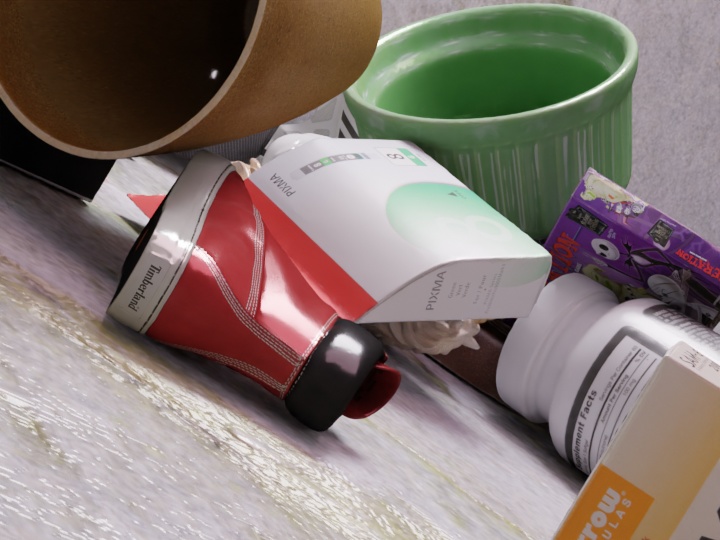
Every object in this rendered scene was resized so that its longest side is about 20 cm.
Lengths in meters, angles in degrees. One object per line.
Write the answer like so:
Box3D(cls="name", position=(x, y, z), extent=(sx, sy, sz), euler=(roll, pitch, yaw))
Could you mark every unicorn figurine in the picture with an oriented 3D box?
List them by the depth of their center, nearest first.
Box3D(cls="unicorn figurine", position=(0.000, 0.000, 1.316), extent=(0.198, 0.074, 0.138), euler=(15, 20, -8))

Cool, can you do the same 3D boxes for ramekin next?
Box3D(cls="ramekin", position=(0.091, -0.097, 1.399), extent=(0.198, 0.099, 0.200), euler=(-7, 27, 4))

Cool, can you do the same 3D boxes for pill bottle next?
Box3D(cls="pill bottle", position=(0.186, 0.087, 1.248), extent=(0.199, 0.117, 0.116), euler=(33, 8, 33))

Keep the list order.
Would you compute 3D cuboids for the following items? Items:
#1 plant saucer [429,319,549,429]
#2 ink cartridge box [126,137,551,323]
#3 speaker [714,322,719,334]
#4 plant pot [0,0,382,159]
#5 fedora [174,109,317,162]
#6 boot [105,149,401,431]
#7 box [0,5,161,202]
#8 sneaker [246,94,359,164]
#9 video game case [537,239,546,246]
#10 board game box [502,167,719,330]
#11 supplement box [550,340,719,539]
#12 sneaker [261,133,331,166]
Box3D(cls="plant saucer", position=(0.101, 0.057, 1.430), extent=(0.199, 0.035, 0.200), euler=(30, 8, -4))
Box3D(cls="ink cartridge box", position=(-0.012, -0.026, 1.212), extent=(0.199, 0.050, 0.161), euler=(1, 28, -36))
Box3D(cls="speaker", position=(0.257, 0.063, 1.356), extent=(0.081, 0.201, 0.081), euler=(29, 9, -5))
Box3D(cls="plant pot", position=(-0.075, -0.145, 1.118), extent=(0.186, 0.187, 0.199), euler=(35, 14, 27))
Box3D(cls="fedora", position=(-0.127, -0.147, 1.531), extent=(0.199, 0.091, 0.177), euler=(33, 30, 5))
Box3D(cls="boot", position=(-0.046, 0.014, 1.043), extent=(0.144, 0.073, 0.200), euler=(30, 16, -9))
Box3D(cls="box", position=(-0.234, -0.141, 1.211), extent=(0.163, 0.087, 0.200), euler=(26, 10, -36))
Box3D(cls="sneaker", position=(-0.046, -0.124, 1.679), extent=(0.200, 0.116, 0.076), euler=(35, 9, 27))
Box3D(cls="video game case", position=(0.114, -0.041, 1.624), extent=(0.181, 0.045, 0.201), euler=(37, -28, 27))
Box3D(cls="board game box", position=(0.167, 0.017, 1.335), extent=(0.120, 0.032, 0.200), euler=(35, -24, 8))
Box3D(cls="supplement box", position=(0.195, 0.139, 0.955), extent=(0.199, 0.127, 0.073), euler=(32, 10, 10))
Box3D(cls="sneaker", position=(-0.040, -0.061, 1.529), extent=(0.099, 0.078, 0.200), euler=(26, -2, 23))
